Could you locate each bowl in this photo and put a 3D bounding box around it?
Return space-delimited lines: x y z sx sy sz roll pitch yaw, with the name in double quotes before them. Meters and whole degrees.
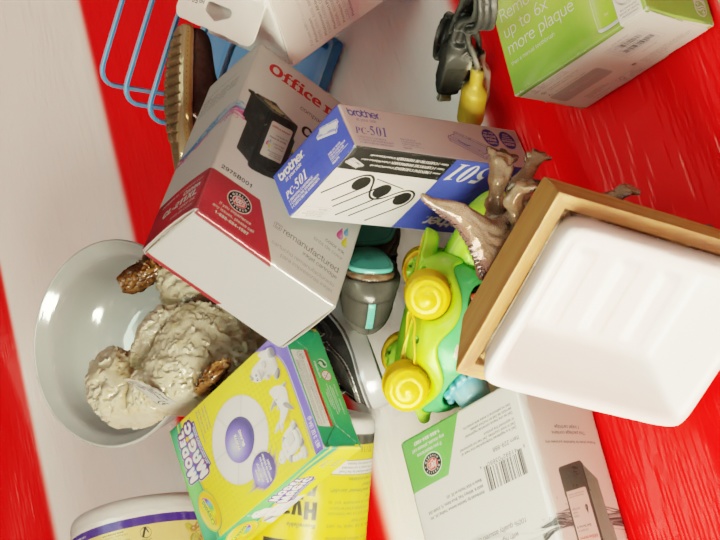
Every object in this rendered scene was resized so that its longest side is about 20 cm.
"bowl" -0.217 0.073 1.906 0.199 0.090 0.203 -3 85 33

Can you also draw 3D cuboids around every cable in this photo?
"cable" 0.094 -0.193 1.569 0.200 0.050 0.098 108 161 -61

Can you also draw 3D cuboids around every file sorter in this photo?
"file sorter" -0.138 -0.192 1.834 0.200 0.122 0.140 37 114 43

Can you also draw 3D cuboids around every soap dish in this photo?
"soap dish" 0.181 0.022 1.408 0.158 0.198 0.081 -62 30 25

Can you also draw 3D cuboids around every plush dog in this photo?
"plush dog" -0.140 0.050 1.760 0.161 0.198 0.173 118 159 -60

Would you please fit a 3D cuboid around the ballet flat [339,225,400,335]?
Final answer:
"ballet flat" 0.000 0.000 1.650 0.200 0.067 0.069 -86 -2 -70

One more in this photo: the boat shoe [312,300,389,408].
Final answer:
"boat shoe" -0.028 0.072 1.671 0.200 0.066 0.070 -124 13 -63

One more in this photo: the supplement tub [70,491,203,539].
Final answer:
"supplement tub" -0.190 0.322 1.827 0.145 0.144 0.202 -28 67 43

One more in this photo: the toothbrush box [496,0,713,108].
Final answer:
"toothbrush box" 0.172 -0.250 1.518 0.145 0.086 0.202 -30 63 42

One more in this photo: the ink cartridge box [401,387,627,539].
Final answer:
"ink cartridge box" 0.126 0.205 1.526 0.146 0.084 0.202 -32 64 42

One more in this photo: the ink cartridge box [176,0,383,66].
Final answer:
"ink cartridge box" -0.060 -0.278 1.674 0.128 0.200 0.126 26 145 45

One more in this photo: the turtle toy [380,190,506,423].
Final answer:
"turtle toy" 0.080 0.030 1.573 0.146 0.100 0.202 -88 12 -78

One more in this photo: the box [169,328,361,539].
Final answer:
"box" -0.091 0.149 1.641 0.200 0.048 0.118 -44 56 37

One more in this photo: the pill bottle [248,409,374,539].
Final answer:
"pill bottle" -0.048 0.222 1.703 0.111 0.111 0.202 5 91 48

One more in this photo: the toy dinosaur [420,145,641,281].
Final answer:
"toy dinosaur" 0.124 -0.014 1.464 0.086 0.199 0.137 33 114 39

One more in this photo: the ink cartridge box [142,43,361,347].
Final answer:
"ink cartridge box" -0.074 -0.064 1.593 0.083 0.145 0.201 -36 27 43

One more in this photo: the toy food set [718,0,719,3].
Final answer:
"toy food set" 0.319 -0.257 1.380 0.197 0.048 0.202 -6 82 48

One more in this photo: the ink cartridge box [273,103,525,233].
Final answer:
"ink cartridge box" 0.036 -0.079 1.568 0.094 0.199 0.045 -45 56 35

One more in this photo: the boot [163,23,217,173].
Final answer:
"boot" -0.086 -0.123 1.721 0.072 0.165 0.202 -147 51 -70
